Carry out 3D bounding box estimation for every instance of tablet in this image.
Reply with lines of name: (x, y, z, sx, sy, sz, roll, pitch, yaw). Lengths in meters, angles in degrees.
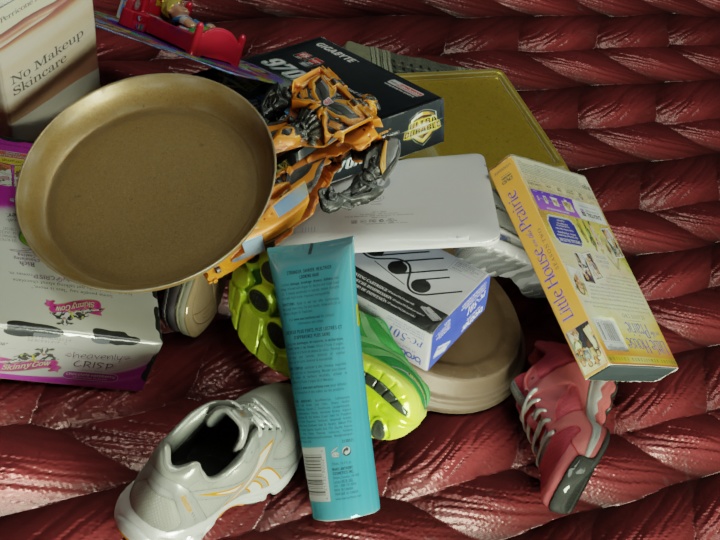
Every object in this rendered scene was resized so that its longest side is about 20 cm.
tablet: (0.013, -0.058, 1.158, 0.197, 0.014, 0.131, -3, 38, -1)

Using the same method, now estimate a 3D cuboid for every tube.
tube: (-0.025, 0.079, 1.010, 0.050, 0.076, 0.203, -9, 92, -64)

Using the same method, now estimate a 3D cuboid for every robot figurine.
robot figurine: (-0.066, -0.084, 1.081, 0.199, 0.058, 0.145, -36, 59, -13)

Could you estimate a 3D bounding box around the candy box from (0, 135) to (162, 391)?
candy box: (-0.232, -0.008, 1.057, 0.135, 0.061, 0.202, 8, 44, -23)

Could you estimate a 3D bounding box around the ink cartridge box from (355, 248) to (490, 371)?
ink cartridge box: (0.000, 0.000, 1.151, 0.198, 0.045, 0.094, 28, 46, 23)

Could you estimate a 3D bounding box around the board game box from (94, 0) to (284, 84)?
board game box: (-0.155, -0.212, 1.187, 0.197, 0.039, 0.158, 19, 11, -2)

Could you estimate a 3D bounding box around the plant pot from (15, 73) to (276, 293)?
plant pot: (-0.158, -0.063, 1.030, 0.197, 0.028, 0.202, -3, 57, 4)

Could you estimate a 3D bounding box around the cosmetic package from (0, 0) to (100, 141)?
cosmetic package: (-0.273, -0.189, 1.097, 0.087, 0.201, 0.103, 42, 66, 16)

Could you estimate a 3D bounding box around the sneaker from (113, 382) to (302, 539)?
sneaker: (-0.087, 0.123, 0.979, 0.075, 0.093, 0.200, 37, 35, 11)

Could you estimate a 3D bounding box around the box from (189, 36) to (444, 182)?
box: (-0.044, -0.145, 1.241, 0.158, 0.047, 0.200, -21, 35, -28)

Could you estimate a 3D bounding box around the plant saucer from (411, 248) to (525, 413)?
plant saucer: (0.059, 0.038, 1.207, 0.198, 0.030, 0.202, 16, 41, -14)

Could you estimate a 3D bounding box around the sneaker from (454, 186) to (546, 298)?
sneaker: (0.161, -0.028, 1.248, 0.199, 0.074, 0.083, 23, 63, -48)

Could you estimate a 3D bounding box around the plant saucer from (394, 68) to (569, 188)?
plant saucer: (0.107, -0.131, 1.351, 0.198, 0.049, 0.201, -7, 53, -32)

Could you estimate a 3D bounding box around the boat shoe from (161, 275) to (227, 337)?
boat shoe: (-0.140, -0.032, 1.136, 0.064, 0.072, 0.202, 4, 54, 8)

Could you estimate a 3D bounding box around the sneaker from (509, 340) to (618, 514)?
sneaker: (0.160, 0.127, 1.151, 0.086, 0.074, 0.201, 23, 32, 3)

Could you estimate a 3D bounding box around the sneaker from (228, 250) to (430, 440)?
sneaker: (-0.027, 0.057, 1.080, 0.200, 0.074, 0.083, 43, 18, 17)

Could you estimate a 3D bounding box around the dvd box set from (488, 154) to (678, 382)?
dvd box set: (0.194, 0.000, 1.187, 0.146, 0.029, 0.202, 6, 55, -54)

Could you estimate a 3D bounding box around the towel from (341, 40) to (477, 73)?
towel: (0.074, -0.146, 1.409, 0.190, 0.035, 0.202, 10, 46, -18)
